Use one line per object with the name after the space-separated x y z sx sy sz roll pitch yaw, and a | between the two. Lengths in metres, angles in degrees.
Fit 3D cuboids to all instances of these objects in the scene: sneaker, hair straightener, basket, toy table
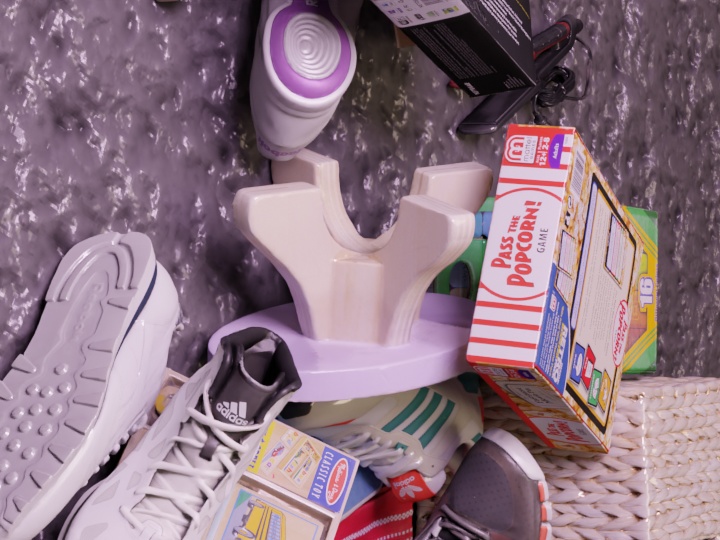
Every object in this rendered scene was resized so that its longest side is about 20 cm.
-0.150 0.076 1.099 0.201 0.076 0.081 -63 148 -31 | sneaker
-0.039 -0.158 1.269 0.100 0.074 0.201 115 -11 -51 | sneaker
0.129 -0.140 1.543 0.200 0.041 0.078 -40 124 -54 | hair straightener
0.164 0.159 1.457 0.198 0.199 0.162 1 89 -57 | basket
0.023 0.106 1.313 0.199 0.070 0.094 -3 82 -56 | sneaker
0.000 0.000 1.236 0.199 0.183 0.118 -15 115 -46 | toy table
-0.096 0.100 1.070 0.201 0.075 0.116 -59 179 -44 | sneaker
0.063 0.195 1.326 0.082 0.077 0.201 -18 135 -42 | sneaker

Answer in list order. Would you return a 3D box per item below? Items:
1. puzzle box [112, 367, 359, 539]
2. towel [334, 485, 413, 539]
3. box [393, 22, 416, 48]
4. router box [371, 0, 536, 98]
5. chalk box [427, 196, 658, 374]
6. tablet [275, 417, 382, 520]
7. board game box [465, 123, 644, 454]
-0.086 0.158 1.126 0.132 0.025 0.201 26 46 -7 | puzzle box
-0.002 0.252 1.367 0.144 0.022 0.202 -12 101 -55 | towel
0.024 -0.246 1.313 0.163 0.021 0.202 -48 128 -81 | box
0.051 -0.208 1.219 0.200 0.051 0.150 34 50 -63 | router box
0.116 0.011 1.444 0.199 0.123 0.126 3 89 -56 | chalk box
-0.056 0.116 1.274 0.200 0.014 0.131 -30 107 -52 | tablet
0.128 0.017 1.277 0.200 0.046 0.153 46 53 -62 | board game box
